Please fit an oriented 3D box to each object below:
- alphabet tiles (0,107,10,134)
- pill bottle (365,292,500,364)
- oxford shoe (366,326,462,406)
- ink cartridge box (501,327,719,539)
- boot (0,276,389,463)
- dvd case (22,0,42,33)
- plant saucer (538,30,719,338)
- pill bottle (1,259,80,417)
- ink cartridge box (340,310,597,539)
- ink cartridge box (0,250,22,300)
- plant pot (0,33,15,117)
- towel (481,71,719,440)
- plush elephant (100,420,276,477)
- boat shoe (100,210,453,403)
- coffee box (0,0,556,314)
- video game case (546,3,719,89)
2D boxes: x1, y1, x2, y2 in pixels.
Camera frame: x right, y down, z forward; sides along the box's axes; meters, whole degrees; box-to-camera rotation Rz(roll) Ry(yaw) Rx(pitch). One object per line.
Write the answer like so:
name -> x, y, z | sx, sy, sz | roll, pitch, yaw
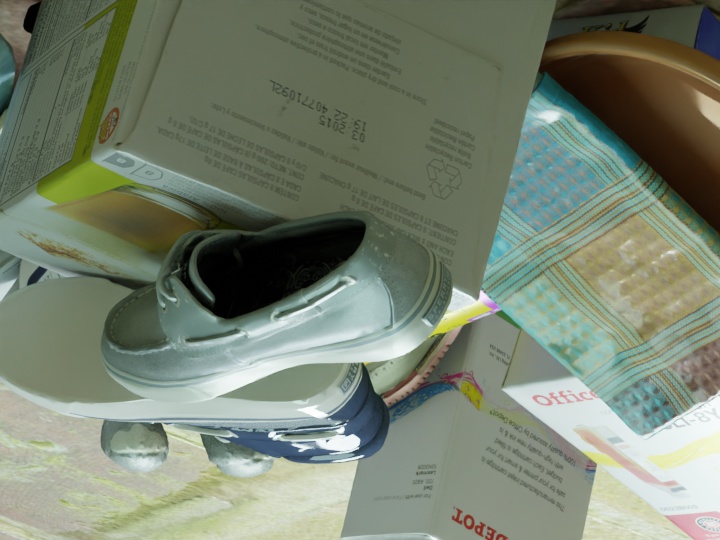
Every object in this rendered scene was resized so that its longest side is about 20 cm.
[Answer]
alphabet tiles -> -0.162, -0.064, 1.553 | 0.199, 0.006, 0.166 | -24, 165, -35
pill bottle -> 0.000, 0.000, 1.658 | 0.199, 0.105, 0.104 | -22, 145, 24
oxford shoe -> 0.029, 0.015, 1.751 | 0.074, 0.071, 0.200 | 31, 120, -24
ink cartridge box -> 0.202, 0.077, 1.667 | 0.200, 0.084, 0.145 | 38, 148, -29
boot -> -0.087, 0.059, 1.421 | 0.199, 0.073, 0.090 | 8, 154, 21
dvd case -> -0.074, -0.116, 1.613 | 0.199, 0.018, 0.142 | 26, 157, -32
plant saucer -> 0.151, -0.042, 1.445 | 0.199, 0.038, 0.201 | 19, 136, 19
pill bottle -> -0.121, -0.006, 1.589 | 0.115, 0.116, 0.200 | 22, 138, -22
ink cartridge box -> 0.080, 0.105, 1.827 | 0.084, 0.201, 0.145 | -7, 151, 43
ink cartridge box -> -0.235, -0.035, 1.747 | 0.145, 0.083, 0.200 | 50, 166, 13
plant pot -> -0.321, -0.086, 1.492 | 0.196, 0.200, 0.196 | 46, 160, 7
towel -> 0.118, -0.005, 1.459 | 0.200, 0.022, 0.147 | 43, 140, -9
plush elephant -> -0.076, 0.021, 1.800 | 0.154, 0.201, 0.164 | -25, 156, 26
boat shoe -> -0.052, 0.008, 1.290 | 0.200, 0.070, 0.072 | -11, 138, 38
coffee box -> -0.048, -0.088, 1.407 | 0.199, 0.201, 0.198 | 23, 158, -22
video game case -> 0.151, -0.071, 1.544 | 0.180, 0.046, 0.200 | -2, 154, 37
